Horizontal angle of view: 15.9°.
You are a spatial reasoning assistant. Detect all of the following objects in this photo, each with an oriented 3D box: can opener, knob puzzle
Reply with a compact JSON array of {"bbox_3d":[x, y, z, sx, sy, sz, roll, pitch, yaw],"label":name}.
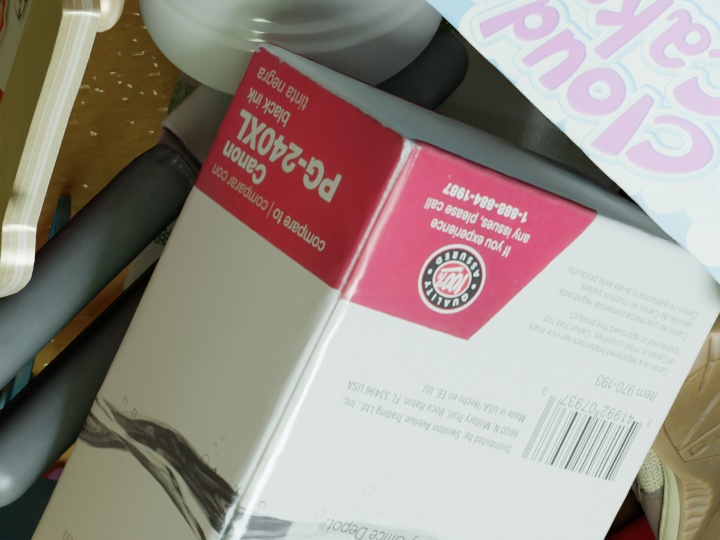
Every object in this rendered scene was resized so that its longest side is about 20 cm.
[{"bbox_3d":[-0.054,-0.013,0.765,0.053,0.200,0.066,48,162,-8],"label":"can opener"},{"bbox_3d":[-0.101,-0.080,0.741,0.030,0.221,0.220,1,143,-20],"label":"knob puzzle"}]

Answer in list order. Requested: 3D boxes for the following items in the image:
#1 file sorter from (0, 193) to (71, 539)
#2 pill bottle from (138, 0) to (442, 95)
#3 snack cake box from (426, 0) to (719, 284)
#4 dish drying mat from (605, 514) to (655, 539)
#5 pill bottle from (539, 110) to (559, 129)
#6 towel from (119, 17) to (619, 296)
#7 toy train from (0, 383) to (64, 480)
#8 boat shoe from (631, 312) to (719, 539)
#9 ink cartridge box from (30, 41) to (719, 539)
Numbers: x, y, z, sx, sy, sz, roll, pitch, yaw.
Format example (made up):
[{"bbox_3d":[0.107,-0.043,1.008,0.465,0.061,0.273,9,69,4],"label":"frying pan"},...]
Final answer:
[{"bbox_3d":[-0.075,0.047,0.906,0.199,0.124,0.139,15,-176,-8],"label":"file sorter"},{"bbox_3d":[-0.020,-0.149,0.700,0.115,0.117,0.201,6,140,4],"label":"pill bottle"},{"bbox_3d":[0.097,-0.073,0.626,0.200,0.067,0.115,42,112,-15],"label":"snack cake box"},{"bbox_3d":[0.135,0.127,1.067,0.077,0.018,0.200,30,135,-22],"label":"dish drying mat"},{"bbox_3d":[0.159,-0.042,0.794,0.199,0.115,0.114,28,136,-21],"label":"pill bottle"},{"bbox_3d":[0.000,0.000,0.836,0.148,0.201,0.031,16,-179,-5],"label":"towel"},{"bbox_3d":[-0.104,0.098,1.049,0.198,0.056,0.151,8,140,2],"label":"toy train"},{"bbox_3d":[0.112,0.044,0.866,0.072,0.072,0.200,-32,149,0],"label":"boat shoe"},{"bbox_3d":[-0.001,0.057,0.744,0.145,0.083,0.201,18,101,-43],"label":"ink cartridge box"}]
